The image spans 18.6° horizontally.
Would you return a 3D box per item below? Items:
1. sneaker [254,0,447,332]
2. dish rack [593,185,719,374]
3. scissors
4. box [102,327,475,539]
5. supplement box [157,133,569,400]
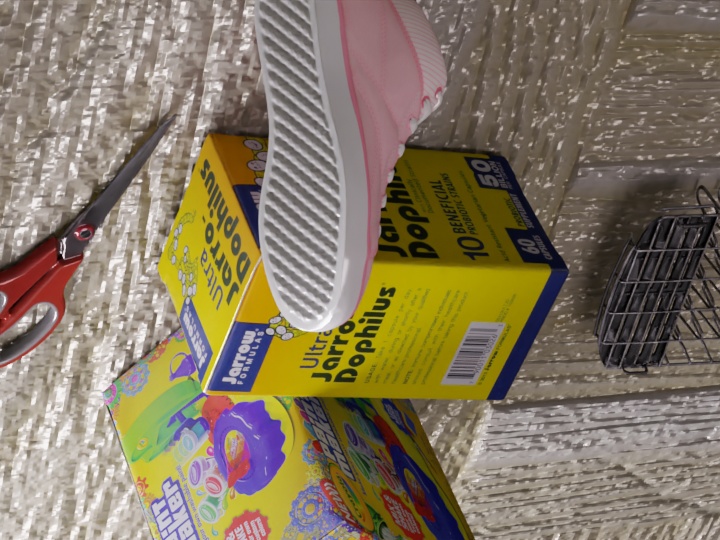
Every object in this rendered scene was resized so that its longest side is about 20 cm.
[{"bbox_3d":[0.003,-0.066,1.177,0.104,0.201,0.075,5,167,-42],"label":"sneaker"},{"bbox_3d":[0.247,0.002,1.445,0.199,0.055,0.154,-3,132,-20],"label":"dish rack"},{"bbox_3d":[-0.162,-0.014,1.265,0.200,0.014,0.073,-39,134,12],"label":"scissors"},{"bbox_3d":[-0.033,0.148,1.345,0.122,0.200,0.193,-39,137,14],"label":"box"},{"bbox_3d":[0.000,0.000,1.281,0.199,0.109,0.110,2,131,-27],"label":"supplement box"}]
